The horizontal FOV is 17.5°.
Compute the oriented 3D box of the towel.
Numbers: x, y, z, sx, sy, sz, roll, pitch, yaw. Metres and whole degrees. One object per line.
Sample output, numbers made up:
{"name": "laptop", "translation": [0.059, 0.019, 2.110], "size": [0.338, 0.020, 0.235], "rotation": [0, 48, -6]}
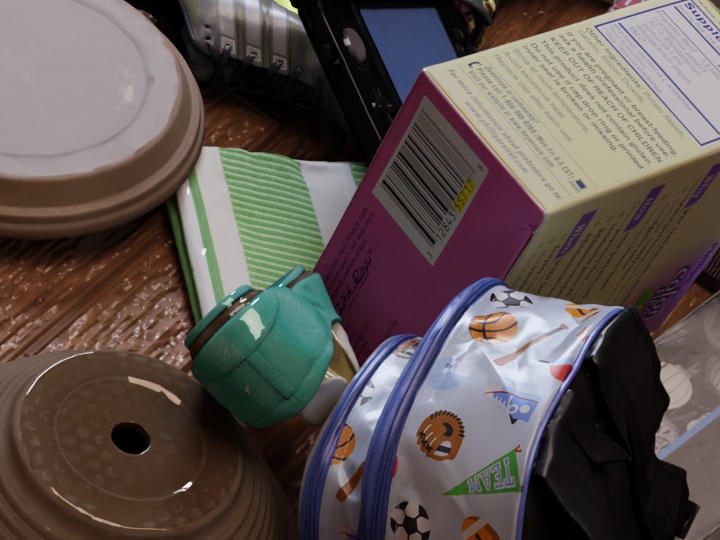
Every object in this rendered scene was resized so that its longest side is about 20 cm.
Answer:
{"name": "towel", "translation": [0.000, 0.000, 1.227], "size": [0.200, 0.023, 0.153], "rotation": [5, 47, -24]}

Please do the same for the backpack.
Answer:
{"name": "backpack", "translation": [0.062, 0.100, 1.028], "size": [0.154, 0.191, 0.200], "rotation": [14, 44, 15]}

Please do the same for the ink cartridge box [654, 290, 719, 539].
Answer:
{"name": "ink cartridge box", "translation": [0.193, 0.065, 1.185], "size": [0.200, 0.039, 0.099], "rotation": [-36, 67, -18]}

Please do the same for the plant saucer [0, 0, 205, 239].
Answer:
{"name": "plant saucer", "translation": [-0.177, -0.094, 1.209], "size": [0.200, 0.030, 0.200], "rotation": [8, 45, -8]}

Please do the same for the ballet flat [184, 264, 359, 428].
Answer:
{"name": "ballet flat", "translation": [-0.034, 0.042, 1.063], "size": [0.070, 0.067, 0.200], "rotation": [47, 5, 1]}

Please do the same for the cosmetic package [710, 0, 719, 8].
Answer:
{"name": "cosmetic package", "translation": [0.244, -0.260, 1.556], "size": [0.107, 0.090, 0.200], "rotation": [28, 39, -3]}

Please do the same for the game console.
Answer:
{"name": "game console", "translation": [0.057, -0.144, 1.228], "size": [0.176, 0.116, 0.200], "rotation": [65, 23, 4]}

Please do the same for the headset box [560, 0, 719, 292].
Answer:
{"name": "headset box", "translation": [0.194, -0.082, 1.362], "size": [0.200, 0.075, 0.149], "rotation": [33, 42, 7]}

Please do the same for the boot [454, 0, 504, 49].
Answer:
{"name": "boot", "translation": [0.093, -0.181, 1.415], "size": [0.203, 0.074, 0.154], "rotation": [16, 45, -1]}

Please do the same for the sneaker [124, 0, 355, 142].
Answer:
{"name": "sneaker", "translation": [-0.056, -0.121, 1.295], "size": [0.200, 0.074, 0.081], "rotation": [40, 62, 15]}

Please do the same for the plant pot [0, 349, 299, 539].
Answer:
{"name": "plant pot", "translation": [-0.112, 0.100, 1.021], "size": [0.200, 0.093, 0.201], "rotation": [14, 42, -13]}

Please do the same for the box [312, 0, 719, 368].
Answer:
{"name": "box", "translation": [0.094, -0.030, 1.158], "size": [0.200, 0.176, 0.097], "rotation": [-20, 62, -39]}
